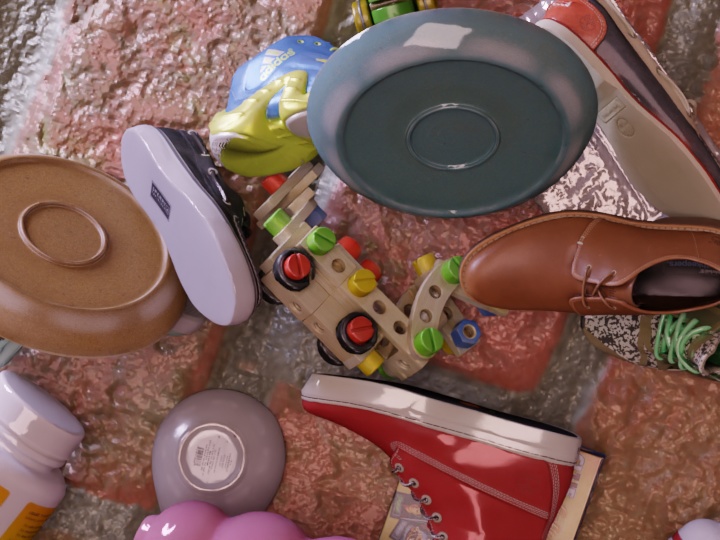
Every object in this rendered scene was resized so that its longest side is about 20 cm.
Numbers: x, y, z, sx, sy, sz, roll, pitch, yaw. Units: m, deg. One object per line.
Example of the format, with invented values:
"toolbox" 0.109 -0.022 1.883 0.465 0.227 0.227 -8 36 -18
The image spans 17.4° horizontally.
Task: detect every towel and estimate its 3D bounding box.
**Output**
"towel" 0.165 -0.102 1.686 0.133 0.034 0.200 -36 84 6

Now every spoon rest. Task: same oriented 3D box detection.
"spoon rest" -0.118 0.185 1.726 0.099 0.061 0.200 14 79 7

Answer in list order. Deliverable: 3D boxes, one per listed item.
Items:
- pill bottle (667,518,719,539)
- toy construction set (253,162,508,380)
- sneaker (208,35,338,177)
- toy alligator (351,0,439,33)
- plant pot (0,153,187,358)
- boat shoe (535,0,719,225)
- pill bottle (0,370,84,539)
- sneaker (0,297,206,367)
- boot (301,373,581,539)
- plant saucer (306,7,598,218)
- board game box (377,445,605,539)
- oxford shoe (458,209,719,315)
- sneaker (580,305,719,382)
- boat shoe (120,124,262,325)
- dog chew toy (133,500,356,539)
"pill bottle" 0.231 0.247 1.635 0.200 0.112 0.112 -43 84 7
"toy construction set" 0.000 0.000 1.672 0.200 0.092 0.131 38 60 8
"sneaker" -0.013 -0.134 1.674 0.200 0.076 0.105 -9 53 14
"toy alligator" 0.026 -0.180 1.697 0.059 0.054 0.200 -15 88 9
"plant pot" -0.214 -0.019 1.671 0.200 0.200 0.027 32 129 8
"boat shoe" 0.199 -0.111 1.632 0.200 0.071 0.063 48 58 -4
"pill bottle" -0.291 0.174 1.719 0.109 0.109 0.200 39 95 7
"sneaker" -0.219 0.028 1.737 0.200 0.074 0.118 22 116 -5
"boot" 0.040 0.157 1.654 0.200 0.072 0.144 17 94 5
"plant saucer" 0.063 -0.098 1.610 0.200 0.200 0.027 -8 49 9
"board game box" 0.081 0.205 1.698 0.135 0.035 0.200 20 93 8
"oxford shoe" 0.163 0.001 1.610 0.200 0.071 0.071 -5 113 13
"sneaker" 0.239 0.046 1.629 0.200 0.089 0.077 9 100 28
"boat shoe" -0.109 -0.039 1.671 0.200 0.057 0.069 56 142 40
"dog chew toy" -0.065 0.225 1.639 0.200 0.125 0.125 26 94 8
